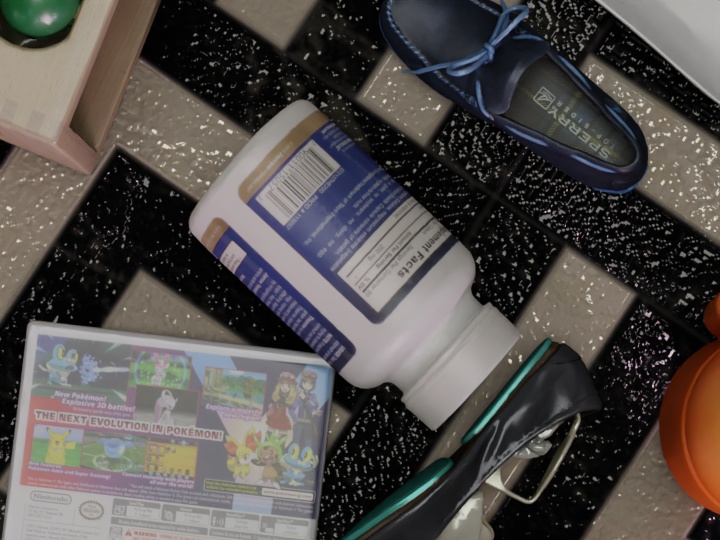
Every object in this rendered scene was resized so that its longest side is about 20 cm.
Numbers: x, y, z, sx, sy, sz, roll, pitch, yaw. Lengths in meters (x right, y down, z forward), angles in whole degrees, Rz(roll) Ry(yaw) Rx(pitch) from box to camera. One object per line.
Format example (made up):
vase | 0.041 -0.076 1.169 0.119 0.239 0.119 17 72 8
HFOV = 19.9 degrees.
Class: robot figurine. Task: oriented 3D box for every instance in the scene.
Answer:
robot figurine | 0.241 0.094 1.214 0.116 0.200 0.145 19 86 2

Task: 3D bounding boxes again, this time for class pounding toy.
pounding toy | -0.204 -0.179 1.231 0.141 0.200 0.186 21 87 2

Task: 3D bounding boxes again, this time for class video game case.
video game case | -0.123 0.134 1.302 0.198 0.023 0.184 7 87 2

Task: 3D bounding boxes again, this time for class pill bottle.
pill bottle | 0.000 0.000 1.264 0.200 0.111 0.111 43 88 2

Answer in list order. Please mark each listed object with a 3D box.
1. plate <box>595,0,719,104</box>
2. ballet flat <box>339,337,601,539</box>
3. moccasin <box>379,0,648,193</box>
plate | 0.220 -0.238 1.317 0.200 0.032 0.200 39 87 2
ballet flat | 0.074 0.131 1.280 0.200 0.073 0.073 -44 88 -4
moccasin | 0.102 -0.126 1.292 0.199 0.068 0.081 31 87 2
